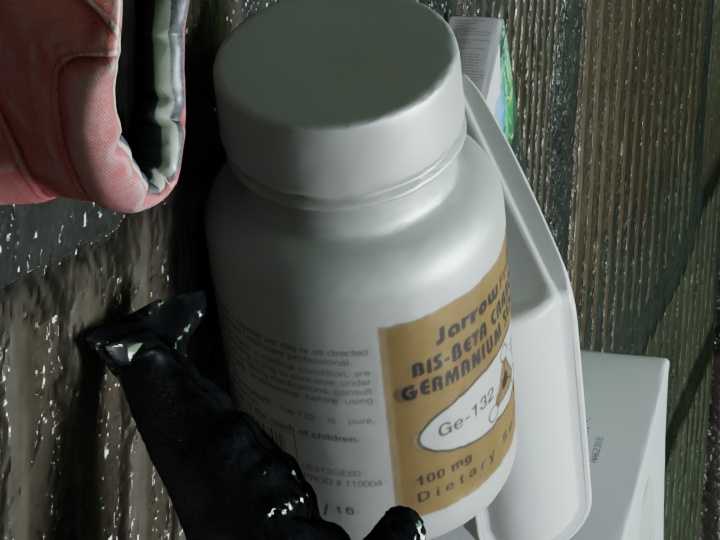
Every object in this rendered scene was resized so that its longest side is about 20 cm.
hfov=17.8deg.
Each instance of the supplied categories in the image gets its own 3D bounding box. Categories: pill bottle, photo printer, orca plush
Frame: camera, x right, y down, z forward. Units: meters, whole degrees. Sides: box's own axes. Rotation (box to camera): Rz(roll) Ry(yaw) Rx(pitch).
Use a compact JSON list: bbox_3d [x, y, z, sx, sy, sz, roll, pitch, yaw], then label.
[{"bbox_3d":[0.000,0.000,0.880,0.115,0.114,0.200,-69,159,-47],"label":"pill bottle"},{"bbox_3d":[0.054,0.029,1.085,0.200,0.069,0.167,79,-8,-48],"label":"photo printer"},{"bbox_3d":[-0.011,0.092,0.767,0.200,0.071,0.105,65,8,17],"label":"orca plush"}]

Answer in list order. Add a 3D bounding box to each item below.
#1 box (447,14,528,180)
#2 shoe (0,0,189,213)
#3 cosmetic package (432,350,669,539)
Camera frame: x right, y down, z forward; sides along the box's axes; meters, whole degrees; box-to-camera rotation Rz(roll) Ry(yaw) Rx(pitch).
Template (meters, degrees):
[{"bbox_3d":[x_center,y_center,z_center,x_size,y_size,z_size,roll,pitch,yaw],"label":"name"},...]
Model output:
[{"bbox_3d":[0.062,-0.022,1.280,0.200,0.036,0.145,77,23,-54],"label":"box"},{"bbox_3d":[-0.089,-0.105,0.529,0.072,0.091,0.201,-61,153,-58],"label":"shoe"},{"bbox_3d":[0.111,0.183,1.376,0.200,0.123,0.201,-65,155,-54],"label":"cosmetic package"}]
